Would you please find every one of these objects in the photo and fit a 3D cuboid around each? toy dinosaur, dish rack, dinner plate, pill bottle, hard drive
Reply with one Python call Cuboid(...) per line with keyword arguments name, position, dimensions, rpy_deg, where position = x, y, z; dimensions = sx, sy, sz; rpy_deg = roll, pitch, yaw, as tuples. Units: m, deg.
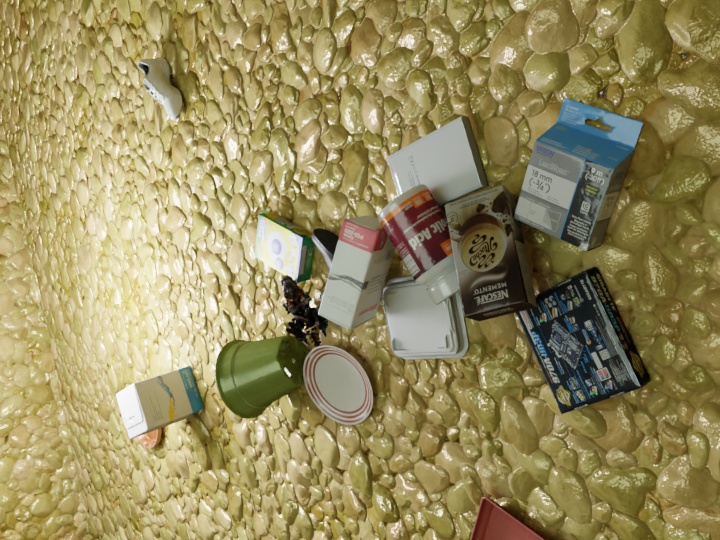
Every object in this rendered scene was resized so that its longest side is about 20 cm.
Cuboid(name="toy dinosaur", position=(-0.127, 0.107, 1.595), dimensions=(0.102, 0.200, 0.136), rpy_deg=(-47, 22, -1))
Cuboid(name="dish rack", position=(0.120, 0.098, 1.373), dimensions=(0.197, 0.043, 0.176), rpy_deg=(-9, 91, 45))
Cuboid(name="dinner plate", position=(-0.050, 0.264, 1.572), dimensions=(0.196, 0.024, 0.205), rpy_deg=(15, 119, 28))
Cuboid(name="pill bottle", position=(0.127, -0.046, 1.262), dimensions=(0.114, 0.113, 0.202), rpy_deg=(-38, 81, 42))
Cuboid(name="hard drive", position=(0.143, -0.192, 1.296), dimensions=(0.198, 0.026, 0.135), rpy_deg=(-21, 84, 46))

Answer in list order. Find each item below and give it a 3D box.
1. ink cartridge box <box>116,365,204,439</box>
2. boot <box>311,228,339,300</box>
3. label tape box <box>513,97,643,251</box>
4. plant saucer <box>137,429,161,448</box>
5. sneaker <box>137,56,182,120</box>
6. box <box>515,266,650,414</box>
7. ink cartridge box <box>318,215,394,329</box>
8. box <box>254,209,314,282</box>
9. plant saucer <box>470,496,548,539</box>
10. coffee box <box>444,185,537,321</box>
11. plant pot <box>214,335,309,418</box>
Cuboid(name="ink cartridge box", position=(-0.616, 0.404, 2.075), dimensions=(0.146, 0.198, 0.148), rpy_deg=(-30, 79, 44))
Cuboid(name="boot", position=(-0.065, 0.013, 1.521), dimensions=(0.201, 0.069, 0.133), rpy_deg=(51, 128, 27))
Cuboid(name="label tape box", position=(0.341, -0.155, 1.078), dimensions=(0.143, 0.063, 0.204), rpy_deg=(30, 119, 36))
Cuboid(name="plant saucer", position=(-0.744, 0.513, 2.349), dimensions=(0.198, 0.032, 0.206), rpy_deg=(13, 108, 42))
Cuboid(name="sneaker", position=(-0.565, -0.508, 1.901), dimensions=(0.074, 0.086, 0.203), rpy_deg=(-39, 73, 40))
Cuboid(name="box", position=(0.364, 0.119, 1.127), dimensions=(0.158, 0.045, 0.204), rpy_deg=(-34, 74, 44))
Cuboid(name="ink cartridge box", position=(0.000, 0.000, 1.360), dimensions=(0.083, 0.145, 0.205), rpy_deg=(19, 103, 18))
Cuboid(name="box", position=(-0.195, -0.064, 1.654), dimensions=(0.198, 0.048, 0.120), rpy_deg=(29, 119, 40))
Cuboid(name="plant saucer", position=(0.300, 0.564, 1.300), dimensions=(0.198, 0.036, 0.205), rpy_deg=(28, 117, 38))
Cuboid(name="coffee box", position=(0.223, -0.026, 1.161), dimensions=(0.111, 0.079, 0.205), rpy_deg=(-16, 72, 26))
Cuboid(name="plant pot", position=(-0.225, 0.246, 1.675), dimensions=(0.187, 0.199, 0.205), rpy_deg=(-22, 84, 32))
